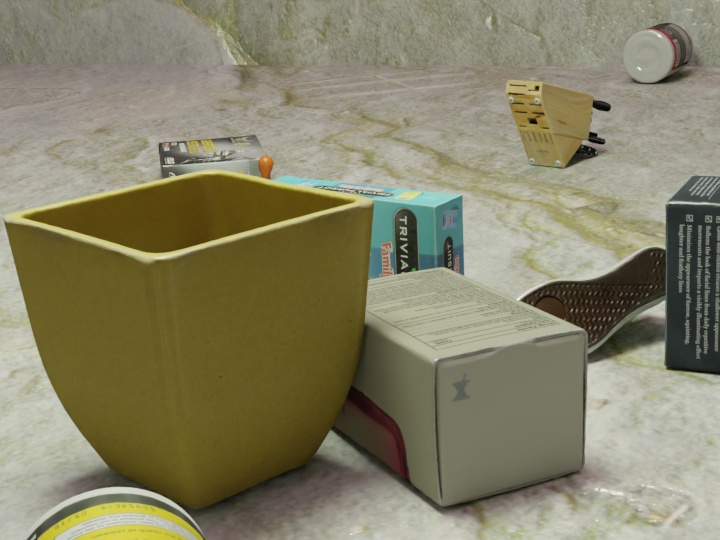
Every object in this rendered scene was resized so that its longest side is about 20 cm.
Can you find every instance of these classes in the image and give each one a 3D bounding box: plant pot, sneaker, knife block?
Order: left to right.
[{"bbox_3d":[-0.117,0.051,0.940,0.193,0.202,0.195,-17,22,-41],"label":"plant pot"},{"bbox_3d":[0.308,-0.248,1.963,0.064,0.201,0.176,9,50,38],"label":"knife block"},{"bbox_3d":[0.199,0.043,1.191,0.199,0.073,0.085,-19,-13,-24],"label":"sneaker"}]

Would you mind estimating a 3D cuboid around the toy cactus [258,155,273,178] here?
[{"bbox_3d":[-0.164,-0.083,1.638,0.198,0.103,0.165,-17,9,-15],"label":"toy cactus"}]

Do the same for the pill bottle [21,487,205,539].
[{"bbox_3d":[-0.105,0.191,0.607,0.113,0.115,0.200,-8,16,-16],"label":"pill bottle"}]

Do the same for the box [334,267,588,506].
[{"bbox_3d":[0.062,0.079,0.974,0.127,0.110,0.200,-9,17,-25],"label":"box"}]

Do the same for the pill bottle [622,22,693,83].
[{"bbox_3d":[0.637,-0.464,2.751,0.110,0.112,0.200,6,18,30],"label":"pill bottle"}]

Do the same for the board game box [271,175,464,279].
[{"bbox_3d":[0.000,0.000,1.183,0.199,0.152,0.047,9,20,36],"label":"board game box"}]

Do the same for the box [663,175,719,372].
[{"bbox_3d":[0.366,0.006,1.101,0.198,0.150,0.107,5,18,25],"label":"box"}]

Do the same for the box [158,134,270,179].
[{"bbox_3d":[-0.224,-0.161,1.968,0.157,0.049,0.200,-6,17,-8],"label":"box"}]
